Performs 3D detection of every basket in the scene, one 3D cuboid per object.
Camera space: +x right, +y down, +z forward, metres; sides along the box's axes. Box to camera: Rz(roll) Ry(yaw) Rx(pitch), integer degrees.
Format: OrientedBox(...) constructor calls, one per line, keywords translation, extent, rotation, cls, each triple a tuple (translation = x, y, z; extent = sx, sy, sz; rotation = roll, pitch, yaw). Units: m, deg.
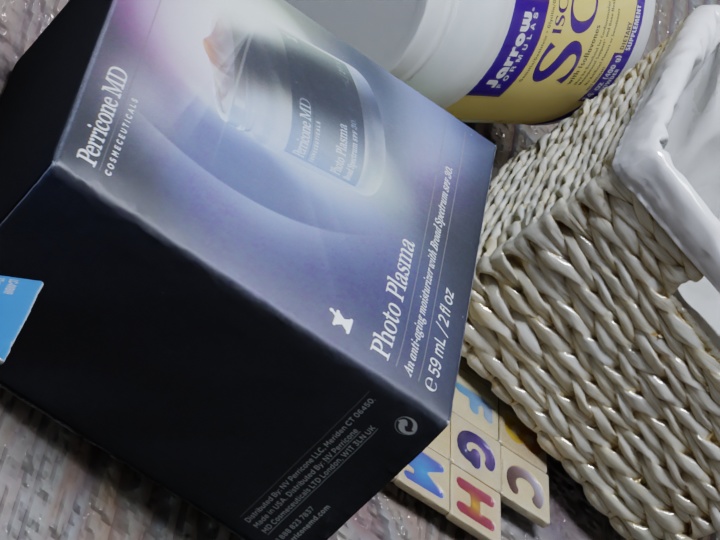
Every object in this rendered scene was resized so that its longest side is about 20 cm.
OrientedBox(translation=(0.165, 0.009, 1.397), extent=(0.198, 0.161, 0.200), rotation=(49, 28, -10), cls="basket")

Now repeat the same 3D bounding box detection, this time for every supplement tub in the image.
OrientedBox(translation=(0.047, -0.150, 1.443), extent=(0.200, 0.145, 0.146), rotation=(-3, 60, -52), cls="supplement tub")

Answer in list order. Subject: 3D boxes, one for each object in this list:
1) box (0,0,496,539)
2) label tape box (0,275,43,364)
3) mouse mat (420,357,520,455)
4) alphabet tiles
OrientedBox(translation=(-0.060, -0.016, 1.180), extent=(0.198, 0.123, 0.200), rotation=(33, 36, -16), cls="box")
OrientedBox(translation=(-0.208, -0.029, 0.948), extent=(0.199, 0.066, 0.143), rotation=(12, 11, -3), cls="label tape box")
OrientedBox(translation=(0.000, 0.000, 1.363), extent=(0.161, 0.008, 0.200), rotation=(-12, 67, -55), cls="mouse mat")
OrientedBox(translation=(0.018, 0.040, 1.332), extent=(0.200, 0.006, 0.167), rotation=(34, 35, -26), cls="alphabet tiles")
